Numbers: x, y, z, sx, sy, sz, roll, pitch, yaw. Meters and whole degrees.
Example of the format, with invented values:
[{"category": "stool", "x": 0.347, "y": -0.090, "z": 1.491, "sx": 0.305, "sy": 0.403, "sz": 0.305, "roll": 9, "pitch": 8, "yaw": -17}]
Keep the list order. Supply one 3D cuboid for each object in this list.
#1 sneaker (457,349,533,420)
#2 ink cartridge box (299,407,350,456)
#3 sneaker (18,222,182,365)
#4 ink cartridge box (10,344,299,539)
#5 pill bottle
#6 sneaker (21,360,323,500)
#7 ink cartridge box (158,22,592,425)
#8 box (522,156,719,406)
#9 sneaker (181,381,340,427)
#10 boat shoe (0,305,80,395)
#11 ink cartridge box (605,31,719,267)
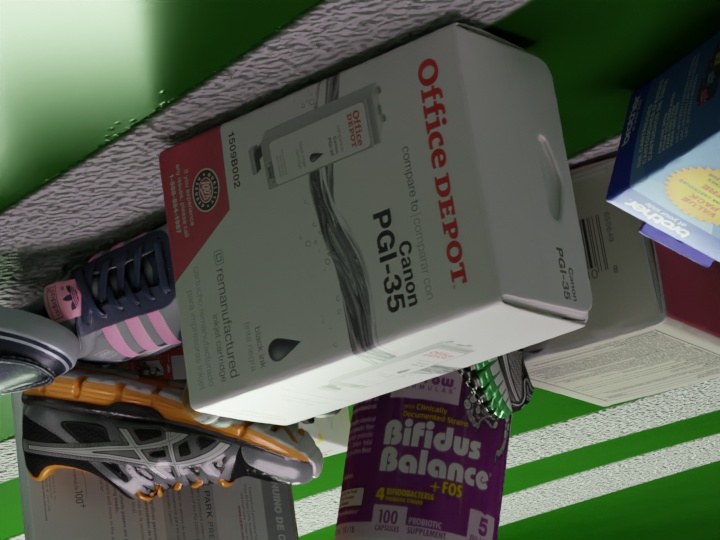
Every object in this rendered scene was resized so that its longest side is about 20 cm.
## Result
[{"category": "sneaker", "x": 0.083, "y": 0.003, "z": 1.143, "sx": 0.084, "sy": 0.078, "sz": 0.201, "roll": -17, "pitch": 131, "yaw": -11}, {"category": "ink cartridge box", "x": -0.082, "y": 0.117, "z": 1.603, "sx": 0.114, "sy": 0.069, "sz": 0.200, "roll": -15, "pitch": 164, "yaw": 22}, {"category": "sneaker", "x": -0.141, "y": 0.016, "z": 1.206, "sx": 0.081, "sy": 0.071, "sz": 0.200, "roll": -2, "pitch": 161, "yaw": -31}, {"category": "ink cartridge box", "x": -0.140, "y": 0.128, "z": 1.354, "sx": 0.174, "sy": 0.202, "sz": 0.084, "roll": -4, "pitch": 165, "yaw": -14}, {"category": "pill bottle", "x": 0.048, "y": 0.113, "z": 1.391, "sx": 0.111, "sy": 0.202, "sz": 0.112, "roll": 7, "pitch": 163, "yaw": 2}, {"category": "sneaker", "x": -0.121, "y": 0.110, "z": 1.277, "sx": 0.198, "sy": 0.078, "sz": 0.078, "roll": 12, "pitch": -173, "yaw": 6}, {"category": "ink cartridge box", "x": 0.003, "y": -0.020, "z": 1.017, "sx": 0.199, "sy": 0.148, "sz": 0.082, "roll": -21, "pitch": 160, "yaw": 34}, {"category": "box", "x": 0.164, "y": 0.011, "z": 1.294, "sx": 0.127, "sy": 0.110, "sz": 0.200, "roll": -17, "pitch": 163, "yaw": 25}, {"category": "sneaker", "x": -0.044, "y": 0.059, "z": 1.251, "sx": 0.076, "sy": 0.088, "sz": 0.200, "roll": -45, "pitch": -178, "yaw": 22}, {"category": "boat shoe", "x": -0.265, "y": 0.077, "z": 1.225, "sx": 0.198, "sy": 0.092, "sz": 0.071, "roll": -3, "pitch": 150, "yaw": 22}, {"category": "ink cartridge box", "x": 0.223, "y": -0.059, "z": 1.053, "sx": 0.136, "sy": 0.077, "sz": 0.200, "roll": 26, "pitch": 154, "yaw": -16}]
